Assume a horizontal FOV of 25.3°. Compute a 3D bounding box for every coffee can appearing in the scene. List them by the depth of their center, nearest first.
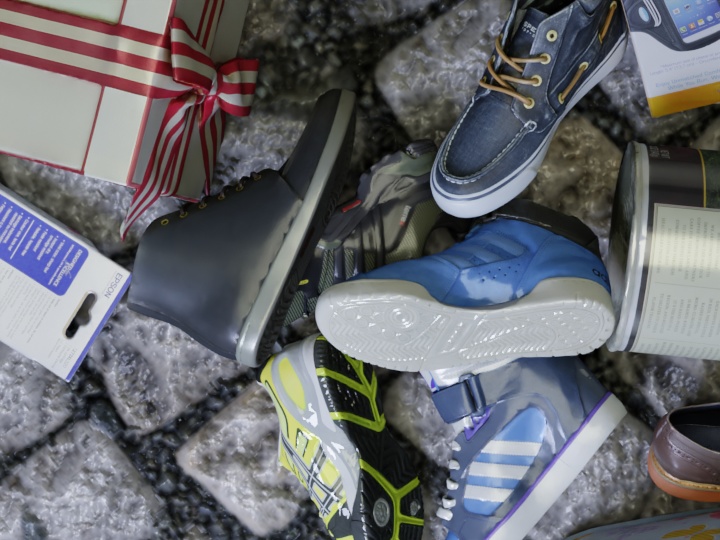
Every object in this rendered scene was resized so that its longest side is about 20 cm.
[{"bbox_3d":[0.275,-0.007,1.093,0.199,0.146,0.147,5,92,3],"label":"coffee can"}]

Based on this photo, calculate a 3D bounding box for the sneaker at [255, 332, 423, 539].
[{"bbox_3d":[-0.013,0.141,1.160,0.076,0.075,0.201,-12,97,36],"label":"sneaker"}]

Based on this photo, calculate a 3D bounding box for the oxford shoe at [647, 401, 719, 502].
[{"bbox_3d":[0.304,0.125,1.121,0.199,0.073,0.071,-2,53,2],"label":"oxford shoe"}]

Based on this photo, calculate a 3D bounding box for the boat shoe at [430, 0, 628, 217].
[{"bbox_3d":[0.109,-0.134,1.097,0.071,0.091,0.200,28,69,30],"label":"boat shoe"}]

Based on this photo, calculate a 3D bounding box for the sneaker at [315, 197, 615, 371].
[{"bbox_3d":[0.070,0.004,1.104,0.199,0.111,0.077,-4,132,5],"label":"sneaker"}]

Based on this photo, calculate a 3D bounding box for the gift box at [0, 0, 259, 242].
[{"bbox_3d":[-0.177,-0.130,1.101,0.186,0.185,0.201,13,96,11],"label":"gift box"}]

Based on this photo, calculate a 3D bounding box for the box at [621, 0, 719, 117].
[{"bbox_3d":[0.228,-0.204,1.062,0.119,0.042,0.200,-12,125,15],"label":"box"}]

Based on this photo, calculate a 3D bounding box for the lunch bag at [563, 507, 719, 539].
[{"bbox_3d":[0.212,0.239,1.093,0.199,0.170,0.128,-6,93,0],"label":"lunch bag"}]

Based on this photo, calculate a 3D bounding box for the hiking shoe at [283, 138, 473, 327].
[{"bbox_3d":[0.000,0.000,1.142,0.200,0.076,0.101,-42,86,2],"label":"hiking shoe"}]

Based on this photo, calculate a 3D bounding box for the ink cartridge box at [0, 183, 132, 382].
[{"bbox_3d":[-0.270,-0.011,1.175,0.200,0.037,0.095,32,92,4],"label":"ink cartridge box"}]

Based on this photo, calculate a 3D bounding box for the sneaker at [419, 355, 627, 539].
[{"bbox_3d":[0.077,0.123,1.147,0.146,0.081,0.200,41,96,9],"label":"sneaker"}]

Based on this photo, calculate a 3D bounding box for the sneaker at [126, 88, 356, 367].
[{"bbox_3d":[-0.078,-0.046,1.078,0.106,0.075,0.200,22,77,8],"label":"sneaker"}]
